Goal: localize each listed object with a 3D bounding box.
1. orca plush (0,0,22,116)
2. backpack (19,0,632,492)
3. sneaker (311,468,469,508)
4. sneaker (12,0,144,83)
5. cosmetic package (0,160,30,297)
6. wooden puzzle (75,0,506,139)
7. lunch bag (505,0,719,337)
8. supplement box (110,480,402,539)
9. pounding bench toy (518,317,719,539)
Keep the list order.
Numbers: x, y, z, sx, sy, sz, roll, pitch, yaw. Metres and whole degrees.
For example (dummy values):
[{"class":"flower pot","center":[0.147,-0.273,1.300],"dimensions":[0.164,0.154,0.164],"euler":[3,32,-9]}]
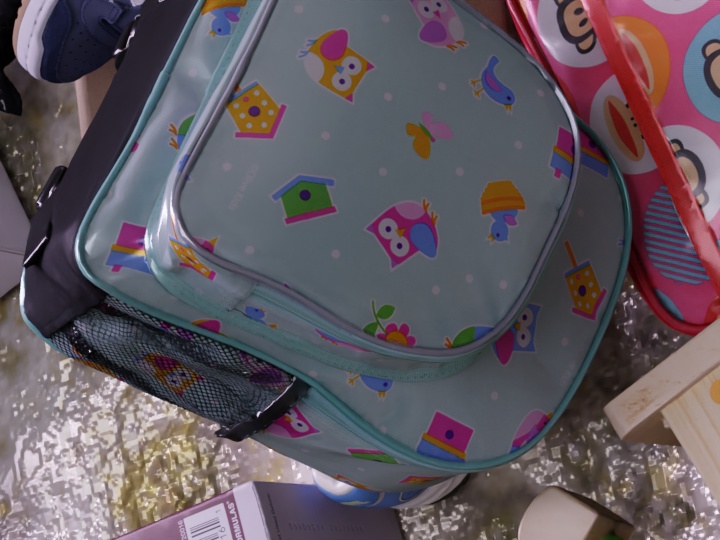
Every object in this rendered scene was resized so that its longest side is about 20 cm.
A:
[{"class":"orca plush","center":[-0.132,-0.167,1.312],"dimensions":[0.071,0.105,0.201],"euler":[9,90,-2]},{"class":"backpack","center":[0.002,-0.016,1.081],"dimensions":[0.153,0.200,0.176],"euler":[-22,39,59]},{"class":"sneaker","center":[0.000,0.000,1.184],"dimensions":[0.075,0.077,0.201],"euler":[-13,91,31]},{"class":"sneaker","center":[-0.051,-0.119,1.184],"dimensions":[0.109,0.070,0.200],"euler":[49,117,9]},{"class":"cosmetic package","center":[-0.282,-0.037,1.354],"dimensions":[0.199,0.123,0.201],"euler":[-36,66,22]},{"class":"wooden puzzle","center":[-0.031,-0.132,1.237],"dimensions":[0.199,0.046,0.186],"euler":[1,105,27]},{"class":"lunch bag","center":[0.142,-0.077,1.131],"dimensions":[0.176,0.082,0.201],"euler":[-34,69,28]},{"class":"supplement box","center":[-0.088,0.149,1.222],"dimensions":[0.199,0.109,0.061],"euler":[-24,73,28]},{"class":"pounding bench toy","center":[0.171,0.103,1.061],"dimensions":[0.200,0.124,0.156],"euler":[-39,66,22]}]
